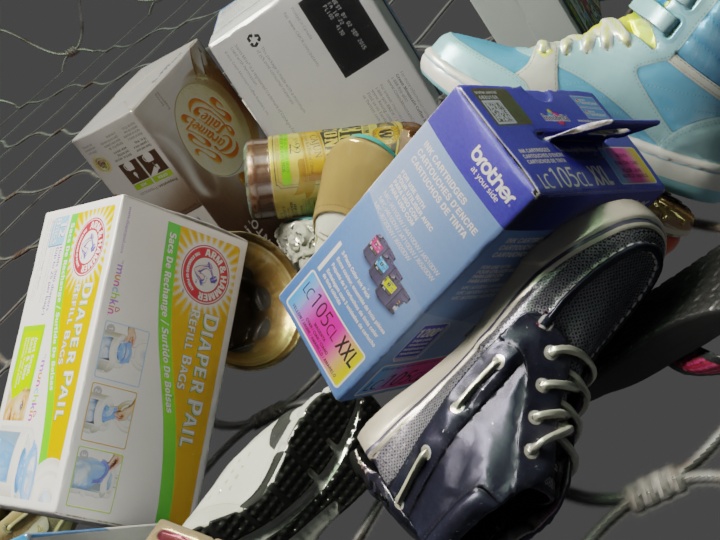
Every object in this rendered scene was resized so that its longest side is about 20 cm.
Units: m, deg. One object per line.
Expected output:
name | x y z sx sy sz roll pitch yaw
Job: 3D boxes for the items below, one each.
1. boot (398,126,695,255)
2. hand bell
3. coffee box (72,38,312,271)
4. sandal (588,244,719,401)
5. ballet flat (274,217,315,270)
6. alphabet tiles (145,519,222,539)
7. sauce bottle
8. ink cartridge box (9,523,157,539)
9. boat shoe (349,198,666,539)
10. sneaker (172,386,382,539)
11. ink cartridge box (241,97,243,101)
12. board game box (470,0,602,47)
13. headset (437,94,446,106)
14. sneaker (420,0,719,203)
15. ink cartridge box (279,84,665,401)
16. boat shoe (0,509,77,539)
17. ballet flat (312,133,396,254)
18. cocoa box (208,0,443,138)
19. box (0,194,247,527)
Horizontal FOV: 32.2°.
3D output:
boot | 0.108 -0.021 0.774 0.198 0.109 0.075 16 14 35
hand bell | -0.135 0.048 0.991 0.199 0.104 0.104 -27 19 54
coffee box | -0.122 -0.066 1.010 0.079 0.201 0.115 -18 27 38
sandal | 0.179 0.024 0.623 0.200 0.045 0.075 -36 13 43
ballet flat | -0.005 -0.009 0.918 0.072 0.072 0.199 -48 23 -28
alphabet tiles | -0.100 0.201 0.560 0.165 0.008 0.201 14 44 21
sauce bottle | 0.011 -0.080 0.950 0.197 0.065 0.065 -8 24 -1
ink cartridge box | -0.214 0.206 0.706 0.199 0.069 0.115 -25 -19 24
boat shoe | 0.090 0.062 0.606 0.200 0.075 0.093 -47 41 9
sneaker | -0.062 0.149 0.695 0.200 0.074 0.080 -44 9 -31
ink cartridge box | -0.042 -0.176 1.267 0.144 0.084 0.201 -28 23 16
board game box | 0.144 -0.239 1.043 0.064 0.148 0.201 -27 24 22
headset | 0.156 -0.106 0.834 0.198 0.095 0.124 -17 26 15
sneaker | 0.144 -0.133 0.733 0.080 0.198 0.132 -72 2 -73
ink cartridge box | 0.067 -0.025 0.663 0.136 0.077 0.200 -7 -35 -50
boat shoe | -0.239 0.162 0.908 0.073 0.063 0.201 -26 24 21
ballet flat | 0.000 0.000 0.775 0.068 0.201 0.063 21 60 16
cocoa box | -0.015 -0.151 1.024 0.133 0.201 0.132 -30 21 10
box | -0.160 0.064 0.819 0.112 0.101 0.202 -8 68 49
